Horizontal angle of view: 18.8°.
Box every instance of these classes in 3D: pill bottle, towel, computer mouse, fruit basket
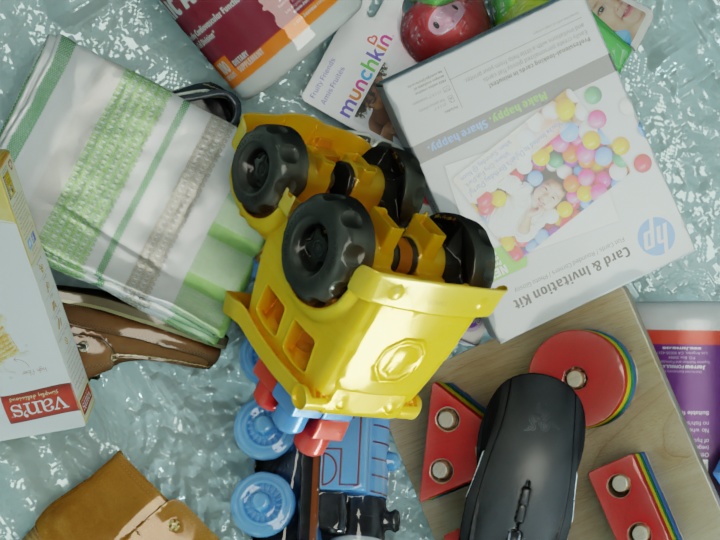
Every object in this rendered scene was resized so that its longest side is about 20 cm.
[{"bbox_3d":[0.237,0.123,1.595,0.112,0.112,0.201,0,89,-13],"label":"pill bottle"},{"bbox_3d":[-0.102,-0.229,1.526,0.114,0.114,0.200,-41,97,-10],"label":"pill bottle"},{"bbox_3d":[-0.154,-0.056,1.486,0.200,0.031,0.149,27,79,-10],"label":"towel"},{"bbox_3d":[0.131,0.176,1.460,0.140,0.046,0.200,18,84,1],"label":"computer mouse"},{"bbox_3d":[0.087,-0.157,1.578,0.200,0.094,0.185,30,85,-5],"label":"fruit basket"}]

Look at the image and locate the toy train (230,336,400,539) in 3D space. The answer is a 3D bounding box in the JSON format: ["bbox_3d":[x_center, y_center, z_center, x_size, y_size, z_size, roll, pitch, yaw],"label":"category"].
[{"bbox_3d":[-0.027,0.117,1.525,0.114,0.087,0.200,-1,73,9],"label":"toy train"}]

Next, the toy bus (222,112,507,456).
[{"bbox_3d":[-0.025,0.017,1.447,0.136,0.200,0.192,6,122,-40],"label":"toy bus"}]

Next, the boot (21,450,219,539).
[{"bbox_3d":[-0.151,0.239,1.526,0.144,0.071,0.201,-39,92,-8],"label":"boot"}]

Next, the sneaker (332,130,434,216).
[{"bbox_3d":[0.051,-0.043,1.571,0.200,0.083,0.081,33,92,-9],"label":"sneaker"}]

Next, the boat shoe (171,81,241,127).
[{"bbox_3d":[-0.175,-0.077,1.533,0.200,0.062,0.075,-21,92,-13],"label":"boat shoe"}]

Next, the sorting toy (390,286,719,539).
[{"bbox_3d":[0.129,0.138,1.532,0.200,0.070,0.199,-25,81,15],"label":"sorting toy"}]

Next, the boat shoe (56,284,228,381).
[{"bbox_3d":[-0.195,0.046,1.528,0.200,0.072,0.068,15,90,-3],"label":"boat shoe"}]

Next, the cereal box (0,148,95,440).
[{"bbox_3d":[-0.275,0.025,1.459,0.144,0.040,0.200,-11,115,11],"label":"cereal box"}]

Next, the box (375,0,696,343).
[{"bbox_3d":[0.122,-0.072,1.515,0.156,0.041,0.200,-25,99,-4],"label":"box"}]

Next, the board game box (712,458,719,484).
[{"bbox_3d":[0.348,0.155,1.593,0.200,0.045,0.152,53,55,-29],"label":"board game box"}]

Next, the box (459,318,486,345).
[{"bbox_3d":[0.000,0.000,1.582,0.200,0.041,0.039,23,85,-12],"label":"box"}]
